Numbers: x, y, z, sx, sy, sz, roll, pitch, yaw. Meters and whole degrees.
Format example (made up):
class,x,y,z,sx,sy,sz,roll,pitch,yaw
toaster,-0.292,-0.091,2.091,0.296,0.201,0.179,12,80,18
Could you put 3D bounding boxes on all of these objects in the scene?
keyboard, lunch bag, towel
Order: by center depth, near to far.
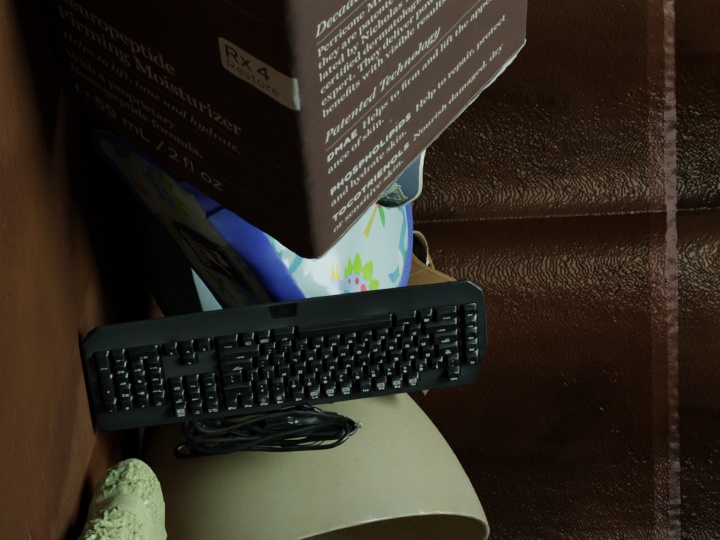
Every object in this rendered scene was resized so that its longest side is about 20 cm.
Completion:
class,x,y,z,sx,sy,sz,roll,pitch,yaw
towel,-0.113,0.203,1.273,0.148,0.036,0.201,-81,170,-77
keyboard,-0.034,0.059,1.330,0.104,0.199,0.040,84,-2,-49
lunch bag,-0.052,-0.054,1.393,0.170,0.127,0.200,53,15,-38

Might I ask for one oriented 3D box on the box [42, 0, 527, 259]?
class,x,y,z,sx,sy,sz,roll,pitch,yaw
box,-0.036,-0.149,1.189,0.164,0.166,0.200,-46,155,-23

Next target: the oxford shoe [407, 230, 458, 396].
class,x,y,z,sx,sy,sz,roll,pitch,yaw
oxford shoe,0.000,0.000,1.490,0.200,0.071,0.071,35,-8,47

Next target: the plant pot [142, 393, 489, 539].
class,x,y,z,sx,sy,sz,roll,pitch,yaw
plant pot,-0.042,0.111,1.487,0.200,0.200,0.135,83,-9,-71

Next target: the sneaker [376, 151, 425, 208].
class,x,y,z,sx,sy,sz,roll,pitch,yaw
sneaker,0.007,-0.118,1.355,0.090,0.067,0.201,46,38,-39

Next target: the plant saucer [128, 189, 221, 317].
class,x,y,z,sx,sy,sz,roll,pitch,yaw
plant saucer,-0.104,-0.033,1.556,0.201,0.039,0.202,-10,90,-84
